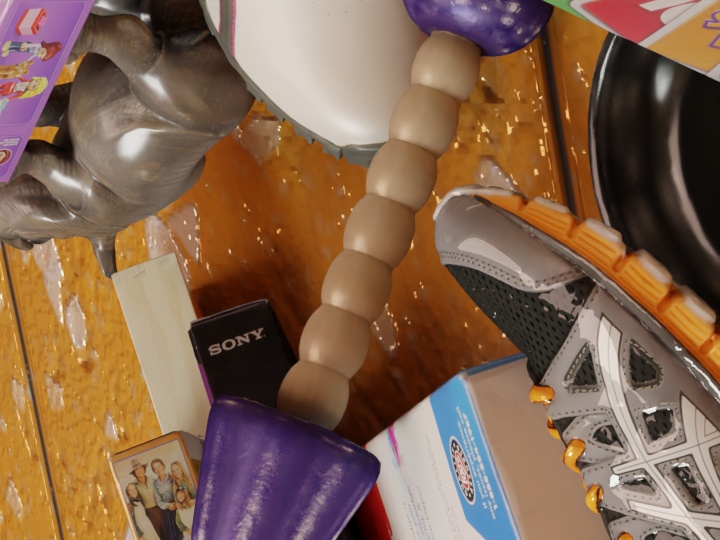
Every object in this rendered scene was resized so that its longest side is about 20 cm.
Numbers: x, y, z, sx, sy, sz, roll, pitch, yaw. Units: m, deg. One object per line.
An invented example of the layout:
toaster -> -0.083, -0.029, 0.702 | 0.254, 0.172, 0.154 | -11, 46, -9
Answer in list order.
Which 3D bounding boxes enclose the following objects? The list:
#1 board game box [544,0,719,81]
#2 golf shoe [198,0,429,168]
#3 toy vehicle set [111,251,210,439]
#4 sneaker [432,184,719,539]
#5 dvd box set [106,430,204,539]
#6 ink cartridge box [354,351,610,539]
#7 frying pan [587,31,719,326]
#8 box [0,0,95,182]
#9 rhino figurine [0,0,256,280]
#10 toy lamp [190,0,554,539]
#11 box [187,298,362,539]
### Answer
board game box -> 0.125, -0.093, 0.575 | 0.200, 0.095, 0.030 | -29, 48, 51
golf shoe -> -0.028, -0.128, 0.833 | 0.088, 0.077, 0.201 | 131, 115, -87
toy vehicle set -> -0.052, 0.099, 1.023 | 0.124, 0.026, 0.201 | 107, 145, -83
sneaker -> 0.087, 0.054, 0.684 | 0.200, 0.077, 0.078 | 44, -173, 13
dvd box set -> -0.031, 0.156, 0.876 | 0.146, 0.029, 0.201 | 70, 180, -81
ink cartridge box -> 0.056, 0.093, 0.812 | 0.200, 0.067, 0.117 | 133, 119, -74
frying pan -> 0.096, -0.064, 0.724 | 0.115, 0.031, 0.192 | -13, 91, 58
box -> -0.126, -0.147, 0.837 | 0.137, 0.039, 0.201 | 48, 125, 29
rhino figurine -> -0.096, -0.047, 0.945 | 0.200, 0.087, 0.060 | 132, 139, -55
toy lamp -> 0.000, 0.000, 0.791 | 0.058, 0.058, 0.201 | 3, 71, 60
box -> -0.007, 0.126, 0.914 | 0.143, 0.036, 0.201 | 71, 178, -67
